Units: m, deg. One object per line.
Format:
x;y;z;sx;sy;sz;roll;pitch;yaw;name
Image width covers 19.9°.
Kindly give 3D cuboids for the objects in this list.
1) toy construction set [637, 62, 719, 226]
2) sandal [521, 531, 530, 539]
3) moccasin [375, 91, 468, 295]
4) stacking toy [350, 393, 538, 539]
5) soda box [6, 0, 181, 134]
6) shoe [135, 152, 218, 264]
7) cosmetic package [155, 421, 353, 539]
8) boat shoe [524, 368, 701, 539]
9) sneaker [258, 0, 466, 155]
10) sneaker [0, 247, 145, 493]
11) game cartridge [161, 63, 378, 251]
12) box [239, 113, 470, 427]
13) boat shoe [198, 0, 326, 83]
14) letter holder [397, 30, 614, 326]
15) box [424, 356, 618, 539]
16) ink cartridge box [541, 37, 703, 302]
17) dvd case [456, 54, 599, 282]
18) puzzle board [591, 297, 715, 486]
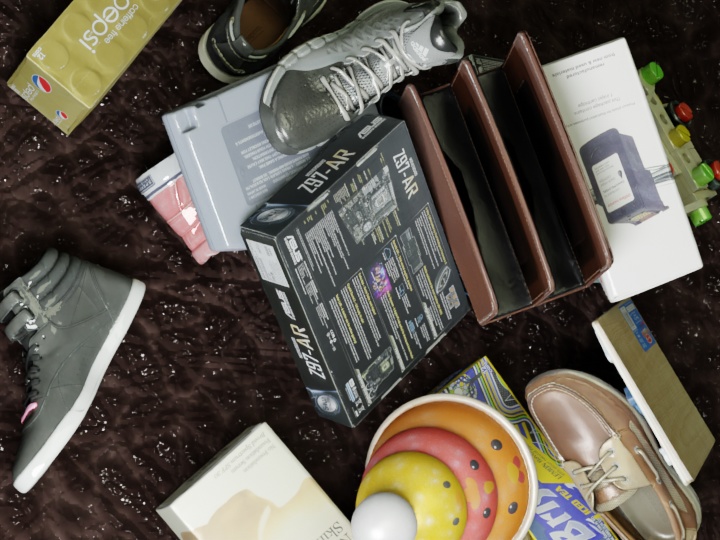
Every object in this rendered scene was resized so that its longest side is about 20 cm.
0.255;-0.099;1.837;0.131;0.092;0.200;-15;88;-53;toy construction set
0.109;0.310;1.665;0.070;0.078;0.212;31;66;-49;sandal
0.057;-0.063;1.743;0.080;0.068;0.200;-41;92;-23;moccasin
0.044;0.183;1.574;0.146;0.146;0.200;60;22;3;stacking toy
-0.199;-0.208;1.676;0.068;0.064;0.200;40;62;-9;soda box
-0.085;-0.091;1.692;0.200;0.071;0.091;-38;96;-27;shoe
-0.053;0.225;1.589;0.105;0.071;0.200;-42;93;-16;cosmetic package
0.208;0.162;1.677;0.200;0.076;0.072;45;30;-14;boat shoe
0.013;-0.165;1.616;0.200;0.115;0.075;-45;114;-36;sneaker
-0.246;0.069;1.564;0.099;0.071;0.200;30;58;-12;sneaker
-0.061;-0.095;1.642;0.200;0.040;0.134;-28;101;-40;game cartridge
0.000;0.000;1.652;0.160;0.043;0.200;-44;131;-29;box
-0.061;-0.243;1.752;0.072;0.068;0.200;38;60;-8;boat shoe
0.116;-0.073;1.646;0.100;0.142;0.200;-20;83;-7;letter holder
0.126;0.176;1.704;0.070;0.064;0.200;-36;92;-29;box
0.211;-0.086;1.718;0.084;0.145;0.200;-19;94;5;ink cartridge box
0.153;-0.086;1.789;0.146;0.022;0.200;0;71;-55;dvd case
0.247;0.099;1.741;0.017;0.200;0.151;-32;87;15;puzzle board
